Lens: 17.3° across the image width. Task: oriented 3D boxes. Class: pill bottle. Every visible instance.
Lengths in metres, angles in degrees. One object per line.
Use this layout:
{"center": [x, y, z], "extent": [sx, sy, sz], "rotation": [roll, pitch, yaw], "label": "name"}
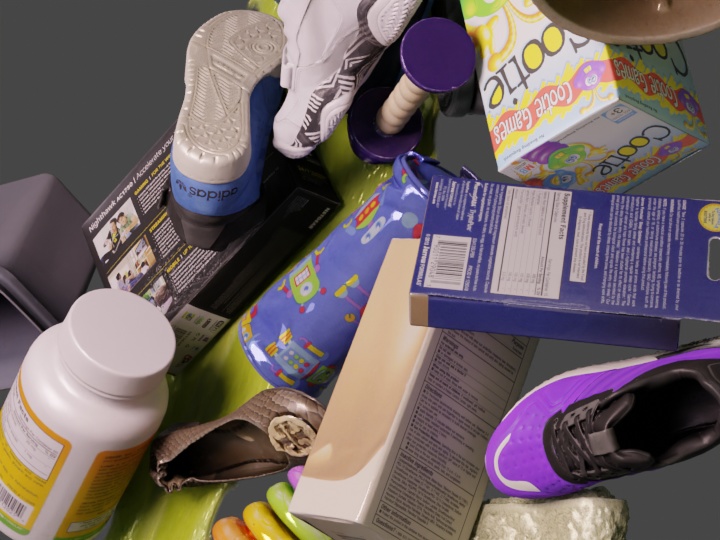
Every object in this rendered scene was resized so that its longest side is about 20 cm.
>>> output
{"center": [-0.207, 0.108, 1.755], "extent": [0.200, 0.111, 0.111], "rotation": [-59, 42, 41], "label": "pill bottle"}

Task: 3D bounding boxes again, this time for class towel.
{"center": [0.088, 0.217, 1.535], "extent": [0.199, 0.036, 0.149], "rotation": [-10, 71, 41], "label": "towel"}

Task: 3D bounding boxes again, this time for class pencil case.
{"center": [0.000, 0.000, 1.661], "extent": [0.200, 0.078, 0.087], "rotation": [-46, 50, 22], "label": "pencil case"}

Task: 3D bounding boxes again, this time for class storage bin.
{"center": [-0.295, 0.012, 1.912], "extent": [0.199, 0.146, 0.135], "rotation": [-11, 42, 41], "label": "storage bin"}

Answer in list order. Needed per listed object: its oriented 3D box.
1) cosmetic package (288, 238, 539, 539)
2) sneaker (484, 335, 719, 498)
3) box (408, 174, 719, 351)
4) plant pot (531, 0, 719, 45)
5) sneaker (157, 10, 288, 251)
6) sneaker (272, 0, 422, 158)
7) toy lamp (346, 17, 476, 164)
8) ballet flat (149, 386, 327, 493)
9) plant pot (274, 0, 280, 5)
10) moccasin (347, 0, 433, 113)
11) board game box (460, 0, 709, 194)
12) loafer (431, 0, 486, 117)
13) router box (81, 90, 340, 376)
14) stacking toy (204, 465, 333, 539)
{"center": [0.040, 0.089, 1.549], "extent": [0.071, 0.105, 0.201], "rotation": [2, 64, 46], "label": "cosmetic package"}
{"center": [0.152, 0.095, 1.444], "extent": [0.199, 0.099, 0.070], "rotation": [-24, 93, 27], "label": "sneaker"}
{"center": [0.136, -0.005, 1.481], "extent": [0.199, 0.033, 0.121], "rotation": [5, 40, 8], "label": "box"}
{"center": [0.172, -0.274, 1.466], "extent": [0.200, 0.200, 0.184], "rotation": [-39, 45, 27], "label": "plant pot"}
{"center": [-0.097, -0.097, 1.715], "extent": [0.200, 0.076, 0.112], "rotation": [-81, 0, -50], "label": "sneaker"}
{"center": [-0.036, -0.172, 1.622], "extent": [0.200, 0.115, 0.075], "rotation": [-53, 4, 40], "label": "sneaker"}
{"center": [0.029, -0.118, 1.628], "extent": [0.200, 0.058, 0.059], "rotation": [129, 146, -70], "label": "toy lamp"}
{"center": [-0.090, 0.128, 1.701], "extent": [0.200, 0.068, 0.046], "rotation": [-15, 24, 47], "label": "ballet flat"}
{"center": [-0.043, -0.309, 1.734], "extent": [0.161, 0.200, 0.201], "rotation": [-39, 51, 10], "label": "plant pot"}
{"center": [0.009, -0.193, 1.677], "extent": [0.081, 0.068, 0.201], "rotation": [-123, 41, -51], "label": "moccasin"}
{"center": [0.140, -0.159, 1.566], "extent": [0.105, 0.103, 0.201], "rotation": [-31, 57, 32], "label": "board game box"}
{"center": [0.083, -0.197, 1.675], "extent": [0.072, 0.063, 0.201], "rotation": [117, 153, -63], "label": "loafer"}
{"center": [-0.118, -0.041, 1.805], "extent": [0.200, 0.051, 0.150], "rotation": [-45, 48, 23], "label": "router box"}
{"center": [-0.036, 0.179, 1.635], "extent": [0.200, 0.110, 0.116], "rotation": [-47, 38, 3], "label": "stacking toy"}
